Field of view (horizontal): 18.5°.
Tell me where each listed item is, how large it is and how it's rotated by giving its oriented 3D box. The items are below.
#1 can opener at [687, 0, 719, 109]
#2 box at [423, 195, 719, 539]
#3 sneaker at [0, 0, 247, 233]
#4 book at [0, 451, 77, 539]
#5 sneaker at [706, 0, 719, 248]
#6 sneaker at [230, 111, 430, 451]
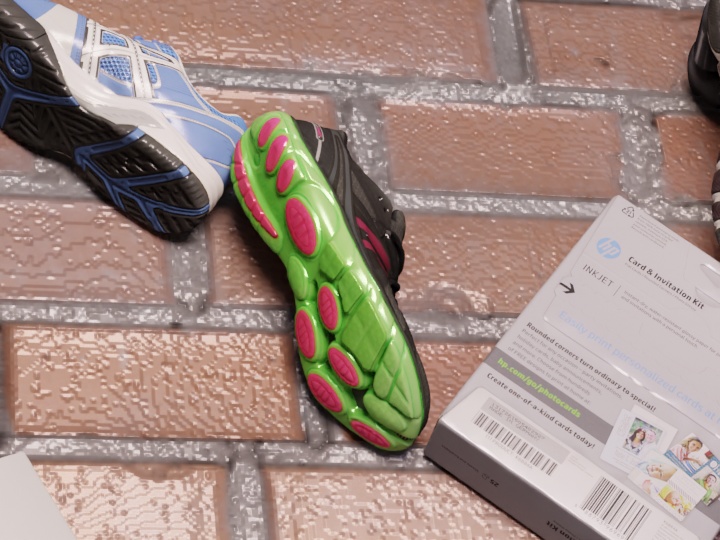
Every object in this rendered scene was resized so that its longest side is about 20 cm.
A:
[{"bbox_3d":[0.260,-0.163,1.396,0.063,0.079,0.200,26,44,14],"label":"can opener"},{"bbox_3d":[0.152,0.069,1.215,0.156,0.041,0.200,34,55,9],"label":"box"},{"bbox_3d":[-0.151,-0.104,1.245,0.200,0.076,0.077,41,49,3],"label":"sneaker"},{"bbox_3d":[-0.172,0.192,1.046,0.133,0.048,0.200,-21,61,-31],"label":"book"},{"bbox_3d":[0.262,-0.074,1.289,0.115,0.076,0.201,19,66,-45],"label":"sneaker"},{"bbox_3d":[0.000,0.000,1.200,0.084,0.077,0.200,-5,68,-41],"label":"sneaker"}]
